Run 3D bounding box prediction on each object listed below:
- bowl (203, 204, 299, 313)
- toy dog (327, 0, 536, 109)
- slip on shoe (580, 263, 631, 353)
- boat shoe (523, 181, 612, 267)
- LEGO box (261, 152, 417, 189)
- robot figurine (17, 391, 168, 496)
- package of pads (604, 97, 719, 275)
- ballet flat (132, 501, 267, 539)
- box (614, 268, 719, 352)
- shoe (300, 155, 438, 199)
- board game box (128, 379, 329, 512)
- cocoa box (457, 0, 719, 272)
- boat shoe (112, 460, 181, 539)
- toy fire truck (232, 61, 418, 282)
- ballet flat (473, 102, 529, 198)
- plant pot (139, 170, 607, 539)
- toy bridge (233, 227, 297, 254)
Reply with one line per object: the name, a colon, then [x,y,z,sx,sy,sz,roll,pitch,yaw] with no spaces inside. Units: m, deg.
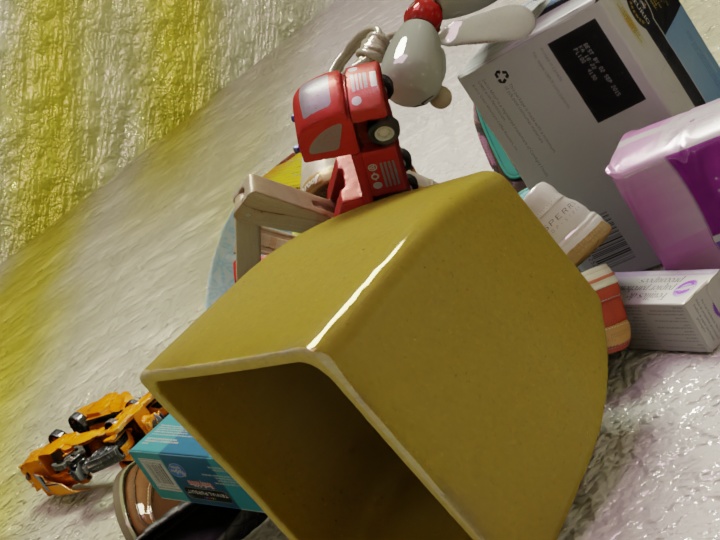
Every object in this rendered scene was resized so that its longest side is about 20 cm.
bowl: [-0.049,0.031,1.328,0.108,0.200,0.200,7,-3,-26]
toy dog: [0.077,-0.181,1.098,0.200,0.096,0.132,-58,23,-15]
slip on shoe: [0.112,0.056,1.058,0.074,0.061,0.200,-20,-8,-36]
boat shoe: [0.109,-0.020,1.084,0.071,0.069,0.200,-43,0,-22]
LEGO box: [-0.006,-0.036,1.413,0.077,0.149,0.200,-40,16,-23]
robot figurine: [-0.233,0.158,1.449,0.200,0.058,0.145,-16,24,50]
package of pads: [0.267,-0.060,0.984,0.200,0.121,0.076,-21,19,40]
ballet flat: [-0.139,0.199,1.095,0.066,0.057,0.200,36,67,30]
box: [0.177,0.027,1.053,0.039,0.041,0.200,-40,15,-22]
shoe: [0.033,-0.048,1.125,0.070,0.200,0.053,-42,47,25]
board game box: [-0.044,0.082,1.071,0.200,0.047,0.151,-43,22,-30]
cocoa box: [0.193,-0.116,1.153,0.133,0.200,0.131,-26,17,35]
boat shoe: [-0.142,0.163,1.220,0.068,0.072,0.200,-31,16,11]
toy fire truck: [-0.031,-0.042,1.025,0.141,0.200,0.049,-12,47,5]
ballet flat: [0.143,-0.064,1.252,0.069,0.200,0.071,-25,-26,22]
plant pot: [0.033,0.053,0.920,0.194,0.196,0.200,-12,34,54]
toy bridge: [0.000,0.000,1.173,0.067,0.200,0.027,170,116,-73]
